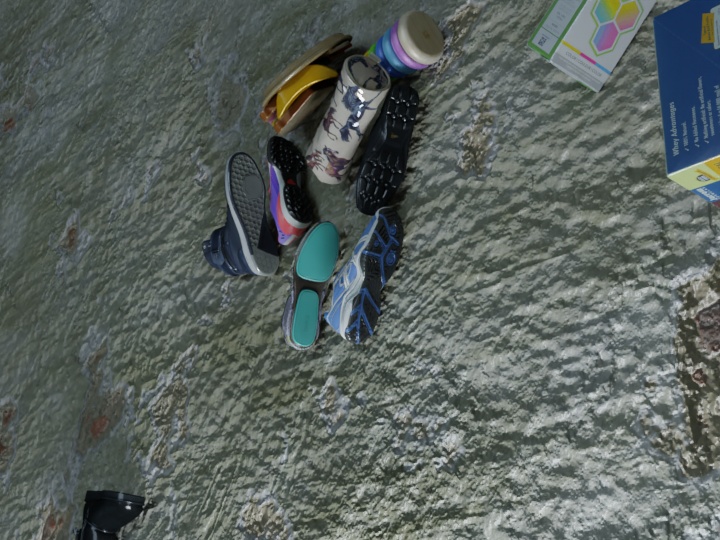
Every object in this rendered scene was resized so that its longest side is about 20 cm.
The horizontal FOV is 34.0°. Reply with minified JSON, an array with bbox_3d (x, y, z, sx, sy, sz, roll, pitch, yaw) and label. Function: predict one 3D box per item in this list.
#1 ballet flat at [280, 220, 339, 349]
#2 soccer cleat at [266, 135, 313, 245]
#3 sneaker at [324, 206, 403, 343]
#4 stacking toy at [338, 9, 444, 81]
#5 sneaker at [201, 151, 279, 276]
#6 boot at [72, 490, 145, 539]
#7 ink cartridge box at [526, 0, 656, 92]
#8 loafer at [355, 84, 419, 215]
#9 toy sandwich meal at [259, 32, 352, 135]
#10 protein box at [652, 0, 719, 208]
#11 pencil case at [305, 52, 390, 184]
[{"bbox_3d":[-0.084,0.022,1.817,0.071,0.071,0.204,1,75,49],"label":"ballet flat"},{"bbox_3d":[-0.128,-0.135,1.935,0.073,0.067,0.202,-50,42,38],"label":"soccer cleat"},{"bbox_3d":[0.000,0.000,1.717,0.077,0.075,0.203,22,90,46],"label":"sneaker"},{"bbox_3d":[0.038,-0.318,1.817,0.199,0.084,0.087,-29,54,47],"label":"stacking toy"},{"bbox_3d":[-0.215,-0.089,1.960,0.145,0.076,0.206,-2,101,51],"label":"sneaker"},{"bbox_3d":[-0.442,0.466,2.035,0.197,0.073,0.165,-15,61,53],"label":"boot"},{"bbox_3d":[0.308,-0.339,1.484,0.202,0.103,0.059,-58,41,13],"label":"ink cartridge box"},{"bbox_3d":[0.041,-0.177,1.762,0.070,0.067,0.204,135,153,-84],"label":"loafer"},{"bbox_3d":[-0.080,-0.301,1.905,0.204,0.205,0.071,-37,92,34],"label":"toy sandwich meal"},{"bbox_3d":[0.436,-0.199,1.252,0.198,0.134,0.202,-21,59,42],"label":"protein box"},{"bbox_3d":[-0.019,-0.231,1.792,0.090,0.077,0.201,-80,13,-49],"label":"pencil case"}]
